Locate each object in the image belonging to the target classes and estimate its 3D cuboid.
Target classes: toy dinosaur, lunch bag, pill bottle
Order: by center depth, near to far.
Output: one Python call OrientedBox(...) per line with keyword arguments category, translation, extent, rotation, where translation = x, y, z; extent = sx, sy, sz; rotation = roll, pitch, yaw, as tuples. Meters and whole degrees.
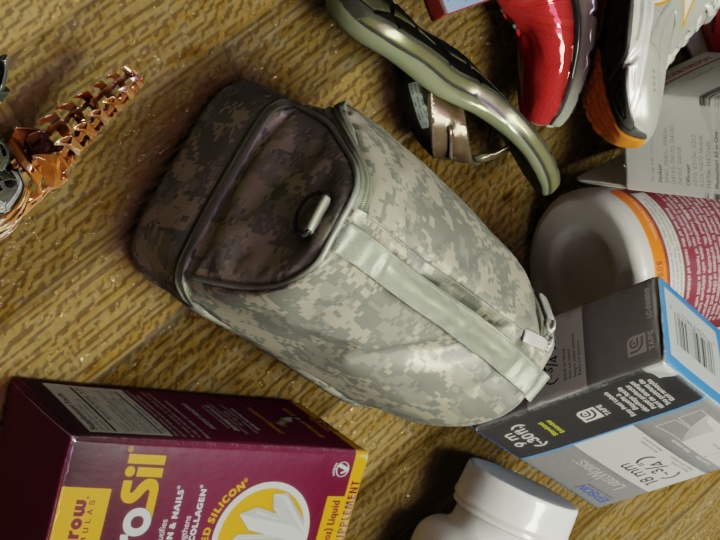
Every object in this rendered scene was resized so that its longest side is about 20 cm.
OrientedBox(category="toy dinosaur", translation=(-0.205, -0.055, 0.732), extent=(0.200, 0.102, 0.136), rotation=(-49, 152, -29))
OrientedBox(category="lunch bag", translation=(0.000, 0.000, 0.834), extent=(0.200, 0.167, 0.140), rotation=(36, 85, -39))
OrientedBox(category="pill bottle", translation=(0.070, 0.235, 1.005), extent=(0.111, 0.112, 0.202), rotation=(22, 92, -39))
OrientedBox(category="pill bottle", translation=(0.225, -0.005, 1.030), extent=(0.198, 0.114, 0.116), rotation=(-6, 110, -33))

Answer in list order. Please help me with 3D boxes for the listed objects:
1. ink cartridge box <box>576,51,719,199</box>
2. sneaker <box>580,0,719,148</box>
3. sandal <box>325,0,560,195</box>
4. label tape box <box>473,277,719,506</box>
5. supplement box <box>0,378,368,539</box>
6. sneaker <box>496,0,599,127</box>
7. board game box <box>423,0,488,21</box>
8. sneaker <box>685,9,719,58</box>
OrientedBox(category="ink cartridge box", translation=(0.245, -0.093, 0.949), extent=(0.115, 0.199, 0.067), rotation=(-27, 117, -43))
OrientedBox(category="sneaker", translation=(0.193, -0.166, 0.917), extent=(0.091, 0.076, 0.202), rotation=(13, 70, -12))
OrientedBox(category="sandal", translation=(0.045, -0.104, 0.899), extent=(0.200, 0.080, 0.057), rotation=(33, 105, -33))
OrientedBox(category="label tape box", translation=(0.140, 0.091, 0.944), extent=(0.144, 0.199, 0.064), rotation=(34, 45, -39))
OrientedBox(category="supplement box", translation=(-0.107, 0.135, 0.857), extent=(0.198, 0.085, 0.112), rotation=(8, 102, -37))
OrientedBox(category="sneaker", translation=(0.093, -0.185, 0.910), extent=(0.084, 0.077, 0.202), rotation=(-10, 107, -14))
OrientedBox(category="board game box", translation=(0.048, -0.249, 0.827), extent=(0.102, 0.019, 0.202), rotation=(-23, 95, -26))
OrientedBox(category="sneaker", translation=(0.303, -0.126, 1.041), extent=(0.079, 0.115, 0.200), rotation=(-53, 128, -8))
